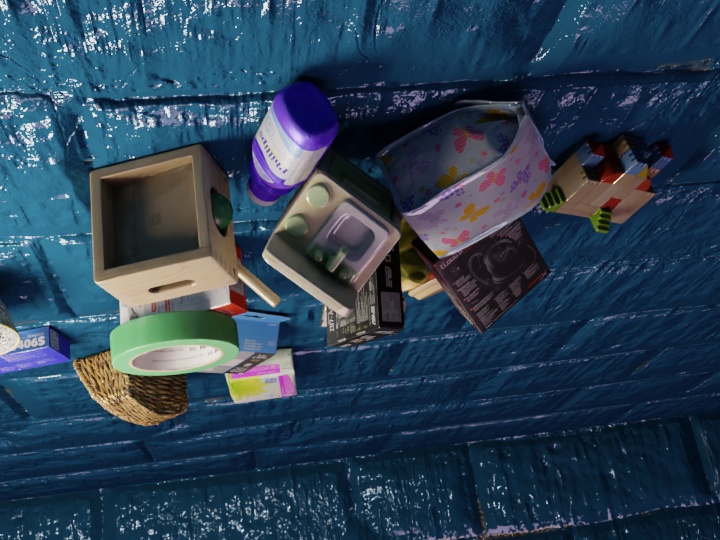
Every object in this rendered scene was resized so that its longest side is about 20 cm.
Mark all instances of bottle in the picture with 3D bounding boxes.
[{"bbox_3d":[-0.092,-0.145,1.108,0.065,0.084,0.200,-28,170,-31],"label":"bottle"}]

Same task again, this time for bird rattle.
[{"bbox_3d":[0.054,-0.015,1.476,0.162,0.114,0.199,-10,168,-46],"label":"bird rattle"}]

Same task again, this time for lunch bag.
[{"bbox_3d":[0.145,-0.129,1.178,0.199,0.128,0.169,-27,153,14],"label":"lunch bag"}]

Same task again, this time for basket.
[{"bbox_3d":[-0.466,0.248,1.848,0.148,0.144,0.200,-19,156,21],"label":"basket"}]

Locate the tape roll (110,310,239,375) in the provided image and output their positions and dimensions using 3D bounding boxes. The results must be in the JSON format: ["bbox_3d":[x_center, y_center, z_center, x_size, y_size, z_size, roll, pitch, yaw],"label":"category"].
[{"bbox_3d":[-0.291,0.117,1.426,0.198,0.049,0.201,-9,160,-3],"label":"tape roll"}]

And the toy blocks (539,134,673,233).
[{"bbox_3d":[0.368,-0.137,1.319,0.198,0.101,0.137,5,143,-34],"label":"toy blocks"}]

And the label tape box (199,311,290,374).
[{"bbox_3d":[-0.246,0.144,1.784,0.142,0.067,0.199,9,154,-38],"label":"label tape box"}]

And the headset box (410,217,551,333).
[{"bbox_3d":[0.180,-0.025,1.368,0.149,0.077,0.200,-41,129,-2],"label":"headset box"}]

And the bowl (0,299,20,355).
[{"bbox_3d":[-0.633,0.067,1.404,0.198,0.095,0.201,-8,158,-3],"label":"bowl"}]

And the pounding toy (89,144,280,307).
[{"bbox_3d":[-0.225,-0.040,1.177,0.198,0.186,0.142,-12,158,8],"label":"pounding toy"}]

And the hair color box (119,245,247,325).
[{"bbox_3d":[-0.283,0.032,1.432,0.198,0.112,0.064,-15,159,16],"label":"hair color box"}]

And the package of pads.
[{"bbox_3d":[-0.222,0.238,2.019,0.153,0.069,0.200,-7,158,-5],"label":"package of pads"}]

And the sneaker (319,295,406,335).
[{"bbox_3d":[0.003,0.071,1.598,0.144,0.078,0.202,7,179,-5],"label":"sneaker"}]

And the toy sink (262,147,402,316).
[{"bbox_3d":[-0.026,-0.057,1.130,0.130,0.200,0.112,35,111,-8],"label":"toy sink"}]

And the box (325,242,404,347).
[{"bbox_3d":[0.000,0.000,1.312,0.043,0.202,0.160,4,164,-28],"label":"box"}]

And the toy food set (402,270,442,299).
[{"bbox_3d":[0.164,-0.006,1.525,0.197,0.049,0.200,-21,173,-39],"label":"toy food set"}]

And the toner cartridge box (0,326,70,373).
[{"bbox_3d":[-0.650,0.153,1.678,0.198,0.044,0.095,-11,157,3],"label":"toner cartridge box"}]
